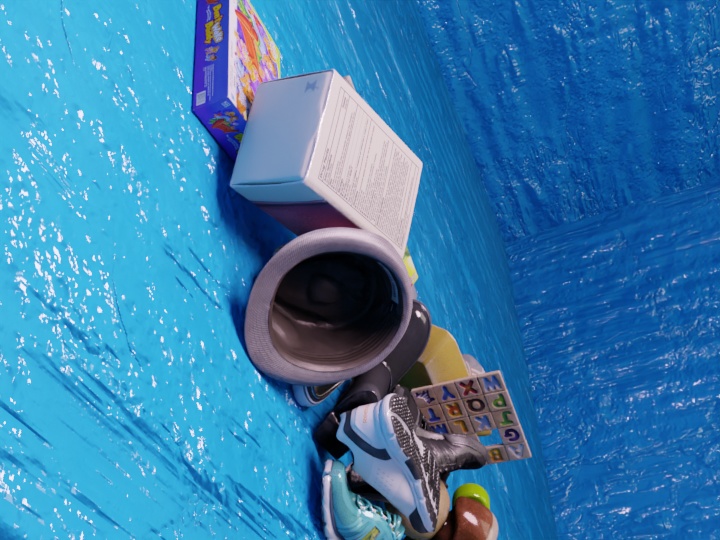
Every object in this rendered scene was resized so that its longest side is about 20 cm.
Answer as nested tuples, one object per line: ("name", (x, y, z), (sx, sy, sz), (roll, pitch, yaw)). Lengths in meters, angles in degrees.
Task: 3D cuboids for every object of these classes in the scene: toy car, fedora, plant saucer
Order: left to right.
("fedora", (-0.042, 0.028, 0.904), (0.090, 0.195, 0.181), (-138, -130, -58))
("toy car", (0.067, 0.324, 1.099), (0.199, 0.158, 0.165), (42, 18, -7))
("plant saucer", (0.087, 0.157, 1.249), (0.198, 0.048, 0.203), (20, -38, 51))

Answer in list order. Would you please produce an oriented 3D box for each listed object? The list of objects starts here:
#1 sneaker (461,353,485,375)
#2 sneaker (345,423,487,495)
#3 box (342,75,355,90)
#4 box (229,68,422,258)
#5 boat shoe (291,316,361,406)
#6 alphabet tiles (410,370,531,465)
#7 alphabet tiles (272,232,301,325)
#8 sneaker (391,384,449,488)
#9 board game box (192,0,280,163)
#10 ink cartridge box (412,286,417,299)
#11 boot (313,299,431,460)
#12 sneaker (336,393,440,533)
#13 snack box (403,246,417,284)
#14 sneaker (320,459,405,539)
("sneaker", (0.160, 0.164, 1.403), (0.200, 0.074, 0.094), (-44, 116, -72))
("sneaker", (0.071, 0.248, 1.038), (0.196, 0.060, 0.106), (20, 50, -19))
("box", (-0.056, -0.226, 1.205), (0.200, 0.080, 0.070), (-66, 136, -69))
("box", (-0.031, -0.106, 0.923), (0.199, 0.107, 0.131), (36, 61, -49))
("boat shoe", (-0.011, 0.080, 0.986), (0.201, 0.056, 0.070), (-52, 126, -41))
("alphabet tiles", (0.130, 0.228, 1.208), (0.008, 0.196, 0.169), (-77, 147, -55))
("alphabet tiles", (-0.033, 0.003, 1.021), (0.194, 0.014, 0.205), (-31, 111, -49))
("sneaker", (0.087, 0.235, 1.169), (0.077, 0.085, 0.203), (-70, 157, -43))
("board game box", (-0.139, -0.223, 0.968), (0.135, 0.044, 0.204), (54, 26, -53))
("ink cartridge box", (0.043, 0.007, 1.409), (0.201, 0.043, 0.177), (-67, 141, -67))
("boot", (0.021, 0.127, 1.029), (0.065, 0.167, 0.200), (31, 14, 9))
("sneaker", (0.036, 0.219, 0.940), (0.074, 0.078, 0.203), (-75, 147, -54))
("snack box", (0.000, 0.000, 1.131), (0.200, 0.052, 0.145), (-49, 123, -50))
("sneaker", (0.009, 0.285, 0.942), (0.078, 0.078, 0.203), (-82, 152, -55))
